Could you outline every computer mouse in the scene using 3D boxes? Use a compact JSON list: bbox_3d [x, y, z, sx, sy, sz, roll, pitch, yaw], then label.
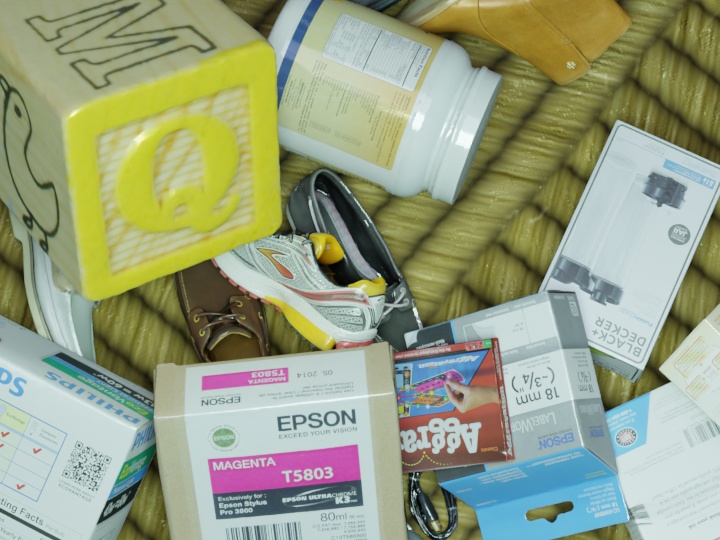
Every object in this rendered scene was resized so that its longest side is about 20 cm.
[{"bbox_3d":[0.024,0.147,1.662,0.058,0.034,0.201,-34,80,-8],"label":"computer mouse"}]

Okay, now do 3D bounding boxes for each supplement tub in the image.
[{"bbox_3d":[0.013,-0.151,1.674,0.198,0.144,0.145,22,78,5],"label":"supplement tub"}]

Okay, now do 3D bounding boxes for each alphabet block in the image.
[{"bbox_3d":[-0.196,-0.127,1.588,0.195,0.197,0.200,-23,42,-24],"label":"alphabet block"}]

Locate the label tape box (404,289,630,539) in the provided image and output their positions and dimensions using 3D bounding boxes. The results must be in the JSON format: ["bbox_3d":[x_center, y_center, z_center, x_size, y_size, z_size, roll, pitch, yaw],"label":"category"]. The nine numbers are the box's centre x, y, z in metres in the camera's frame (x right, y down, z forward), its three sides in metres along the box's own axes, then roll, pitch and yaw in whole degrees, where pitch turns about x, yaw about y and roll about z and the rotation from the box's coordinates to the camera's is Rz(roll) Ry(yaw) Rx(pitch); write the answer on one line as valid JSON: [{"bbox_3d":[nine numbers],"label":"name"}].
[{"bbox_3d":[0.133,0.132,1.612,0.143,0.063,0.202,-18,80,28],"label":"label tape box"}]

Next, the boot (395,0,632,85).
[{"bbox_3d":[0.134,-0.217,1.722,0.144,0.200,0.071,45,36,-24],"label":"boot"}]

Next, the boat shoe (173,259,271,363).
[{"bbox_3d":[-0.114,0.053,1.667,0.071,0.068,0.202,-20,78,-4],"label":"boat shoe"}]

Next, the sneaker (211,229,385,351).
[{"bbox_3d":[-0.053,-0.008,1.645,0.199,0.078,0.083,35,113,24],"label":"sneaker"}]

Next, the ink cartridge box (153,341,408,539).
[{"bbox_3d":[-0.064,0.155,1.553,0.198,0.075,0.166,-6,122,0],"label":"ink cartridge box"}]

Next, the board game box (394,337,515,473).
[{"bbox_3d":[0.033,0.122,1.620,0.198,0.019,0.104,-10,87,28],"label":"board game box"}]

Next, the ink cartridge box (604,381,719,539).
[{"bbox_3d":[0.285,0.201,1.631,0.115,0.067,0.201,-23,77,-5],"label":"ink cartridge box"}]

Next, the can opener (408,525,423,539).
[{"bbox_3d":[0.077,0.291,1.612,0.053,0.067,0.200,-43,78,-8],"label":"can opener"}]

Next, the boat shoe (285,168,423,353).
[{"bbox_3d":[0.000,0.000,1.676,0.067,0.057,0.201,-26,77,-31],"label":"boat shoe"}]

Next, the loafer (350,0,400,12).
[{"bbox_3d":[0.041,-0.289,1.705,0.199,0.073,0.073,-31,99,27],"label":"loafer"}]

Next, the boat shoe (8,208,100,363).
[{"bbox_3d":[-0.258,0.004,1.676,0.068,0.075,0.202,-17,77,2],"label":"boat shoe"}]

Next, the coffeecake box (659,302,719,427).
[{"bbox_3d":[0.375,0.101,1.610,0.200,0.073,0.153,44,39,9],"label":"coffeecake box"}]

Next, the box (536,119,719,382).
[{"bbox_3d":[0.237,-0.017,1.684,0.116,0.060,0.201,26,79,7],"label":"box"}]

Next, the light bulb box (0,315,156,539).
[{"bbox_3d":[-0.290,0.165,1.583,0.197,0.125,0.201,27,99,5],"label":"light bulb box"}]
